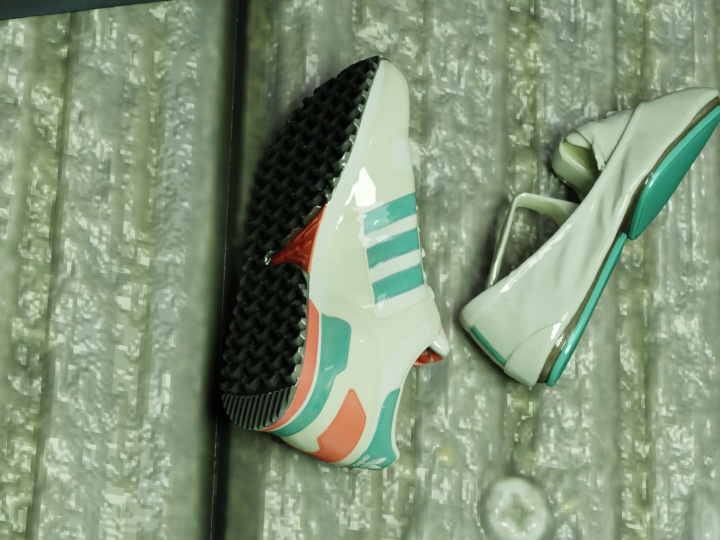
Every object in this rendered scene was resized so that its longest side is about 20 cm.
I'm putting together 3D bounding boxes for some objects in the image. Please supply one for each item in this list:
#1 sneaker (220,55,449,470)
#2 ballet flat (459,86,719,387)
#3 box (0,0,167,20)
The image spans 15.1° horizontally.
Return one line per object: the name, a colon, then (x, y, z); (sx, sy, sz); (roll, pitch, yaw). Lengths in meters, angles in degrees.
sneaker: (0.000, 0.000, 1.265); (0.093, 0.070, 0.201); (32, 56, -32)
ballet flat: (0.111, -0.031, 1.329); (0.069, 0.069, 0.200); (39, 59, -7)
box: (-0.111, -0.234, 1.264); (0.198, 0.123, 0.201); (-11, 75, -28)
